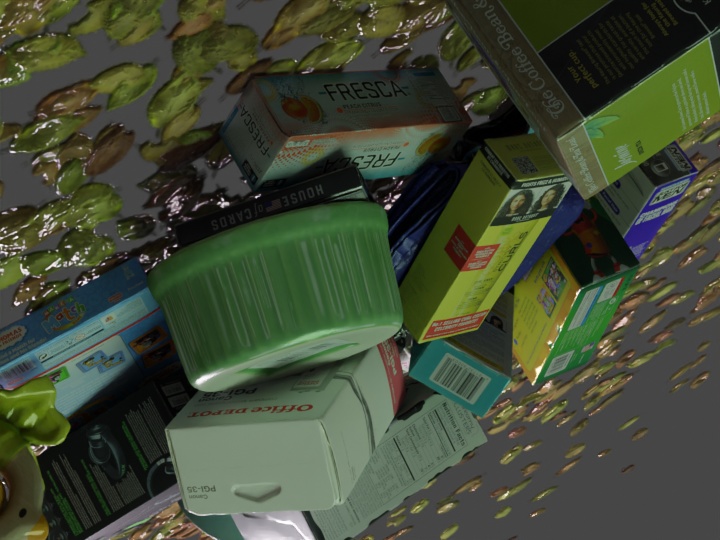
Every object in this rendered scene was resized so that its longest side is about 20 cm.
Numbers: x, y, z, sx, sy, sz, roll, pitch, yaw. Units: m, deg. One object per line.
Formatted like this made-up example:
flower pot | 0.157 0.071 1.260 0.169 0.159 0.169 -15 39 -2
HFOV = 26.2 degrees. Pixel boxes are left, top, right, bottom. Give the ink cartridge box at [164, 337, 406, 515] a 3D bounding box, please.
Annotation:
ink cartridge box | -0.059 0.124 1.332 0.146 0.083 0.200 -6 -161 20

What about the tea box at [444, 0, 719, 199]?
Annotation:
tea box | 0.179 -0.199 1.119 0.196 0.200 0.134 -33 157 5

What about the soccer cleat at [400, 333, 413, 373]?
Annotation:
soccer cleat | 0.084 0.077 1.640 0.086 0.070 0.200 -32 177 -19

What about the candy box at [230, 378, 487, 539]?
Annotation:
candy box | -0.010 0.178 1.437 0.200 0.072 0.168 -32 -169 -28

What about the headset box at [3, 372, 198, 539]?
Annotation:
headset box | -0.207 0.178 1.441 0.200 0.093 0.174 -32 172 19

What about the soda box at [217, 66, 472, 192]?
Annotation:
soda box | -0.009 -0.114 1.223 0.200 0.064 0.068 -9 148 -42

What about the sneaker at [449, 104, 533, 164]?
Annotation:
sneaker | 0.093 -0.092 1.409 0.200 0.078 0.090 -38 139 1

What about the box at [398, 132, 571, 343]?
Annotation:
box | 0.099 -0.025 1.272 0.075 0.050 0.200 -10 145 -37

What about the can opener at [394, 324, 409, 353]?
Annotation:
can opener | -0.008 0.040 1.512 0.078 0.064 0.200 -20 156 15

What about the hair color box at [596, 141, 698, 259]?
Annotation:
hair color box | 0.252 -0.072 1.570 0.065 0.109 0.200 -20 154 -27

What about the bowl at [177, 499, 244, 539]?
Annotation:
bowl | -0.088 0.183 1.579 0.200 0.201 0.105 -16 132 -33

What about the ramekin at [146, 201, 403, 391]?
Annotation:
ramekin | -0.062 0.025 1.229 0.199 0.098 0.200 -17 170 -3

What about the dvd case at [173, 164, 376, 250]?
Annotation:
dvd case | -0.060 -0.035 1.266 0.150 0.025 0.200 -18 170 3

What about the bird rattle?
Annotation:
bird rattle | -0.325 0.156 1.216 0.199 0.163 0.113 -1 139 -36

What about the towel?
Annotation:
towel | 0.094 -0.036 1.356 0.200 0.050 0.148 5 135 -49

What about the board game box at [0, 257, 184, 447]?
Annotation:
board game box | -0.234 0.077 1.347 0.151 0.037 0.200 -29 156 -8

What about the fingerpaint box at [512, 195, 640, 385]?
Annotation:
fingerpaint box | 0.182 -0.010 1.532 0.073 0.167 0.200 -20 153 -19

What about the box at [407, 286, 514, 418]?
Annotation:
box | 0.096 0.053 1.438 0.049 0.082 0.200 -57 -173 23
